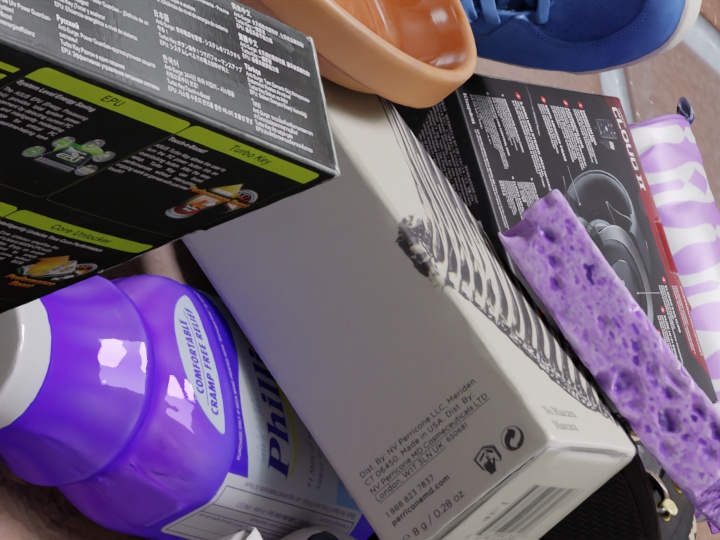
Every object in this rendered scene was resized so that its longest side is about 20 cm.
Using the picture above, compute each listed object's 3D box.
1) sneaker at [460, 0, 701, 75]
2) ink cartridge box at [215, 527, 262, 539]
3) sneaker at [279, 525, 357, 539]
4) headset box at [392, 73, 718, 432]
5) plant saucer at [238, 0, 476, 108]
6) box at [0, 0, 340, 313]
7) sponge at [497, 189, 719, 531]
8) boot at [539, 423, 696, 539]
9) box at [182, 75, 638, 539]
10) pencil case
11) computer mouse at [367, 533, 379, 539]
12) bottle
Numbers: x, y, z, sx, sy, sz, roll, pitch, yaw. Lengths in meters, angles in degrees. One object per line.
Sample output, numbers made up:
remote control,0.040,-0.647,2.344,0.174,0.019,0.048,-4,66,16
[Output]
sneaker,0.023,-0.111,1.029,0.111,0.199,0.077,-30,132,-59
ink cartridge box,-0.055,0.185,0.683,0.200,0.144,0.084,64,25,-9
sneaker,0.040,0.165,0.911,0.129,0.079,0.200,-25,94,-43
headset box,0.072,0.001,1.150,0.200,0.077,0.149,0,71,-63
plant saucer,-0.038,-0.132,0.897,0.200,0.032,0.200,44,18,-18
box,-0.137,-0.029,0.634,0.200,0.193,0.048,19,53,-57
sponge,0.107,0.043,0.966,0.112,0.030,0.200,54,4,17
boot,0.095,0.114,1.071,0.151,0.073,0.201,-69,153,-58
box,0.000,0.000,0.882,0.200,0.068,0.082,56,18,20
pencil case,0.144,0.024,1.274,0.086,0.084,0.201,95,-19,-78
computer mouse,-0.014,0.058,1.001,0.059,0.034,0.201,-69,139,-77
bottle,-0.065,0.044,0.862,0.200,0.065,0.084,25,43,-55
